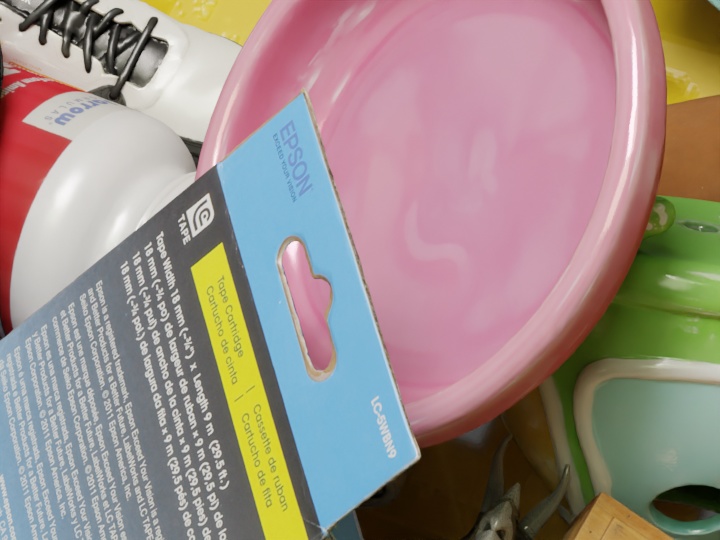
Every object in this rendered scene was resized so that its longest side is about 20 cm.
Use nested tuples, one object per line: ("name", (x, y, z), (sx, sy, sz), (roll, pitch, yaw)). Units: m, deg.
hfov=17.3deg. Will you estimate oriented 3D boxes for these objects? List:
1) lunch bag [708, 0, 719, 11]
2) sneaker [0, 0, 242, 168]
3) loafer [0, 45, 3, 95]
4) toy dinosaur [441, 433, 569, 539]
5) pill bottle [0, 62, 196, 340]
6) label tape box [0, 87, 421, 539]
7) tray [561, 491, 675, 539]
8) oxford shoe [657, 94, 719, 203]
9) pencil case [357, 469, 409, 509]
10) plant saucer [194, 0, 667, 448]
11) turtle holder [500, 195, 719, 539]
("lunch bag", (0.197, -0.182, 0.938), (0.198, 0.123, 0.171), (14, 46, 17))
("sneaker", (-0.123, -0.093, 1.028), (0.199, 0.080, 0.074), (17, 67, 21))
("loafer", (-0.176, -0.054, 0.898), (0.068, 0.070, 0.202), (-10, 70, 16))
("toy dinosaur", (0.005, 0.141, 0.870), (0.199, 0.077, 0.103), (-25, 25, 49))
("pill bottle", (-0.139, -0.023, 0.976), (0.199, 0.112, 0.113), (20, 70, 24))
("label tape box", (-0.052, 0.061, 0.769), (0.200, 0.063, 0.145), (-37, 52, 26))
("tray", (0.137, 0.170, 0.781), (0.199, 0.037, 0.099), (33, 60, 1))
("oxford shoe", (0.165, -0.052, 0.930), (0.198, 0.071, 0.072), (-8, 63, 14))
("pencil case", (0.000, 0.000, 0.937), (0.077, 0.089, 0.201), (0, 62, 35))
("plant saucer", (0.027, -0.033, 0.812), (0.200, 0.051, 0.202), (-17, 64, 37))
("turtle holder", (0.100, 0.030, 0.853), (0.184, 0.133, 0.141), (0, 15, -27))
